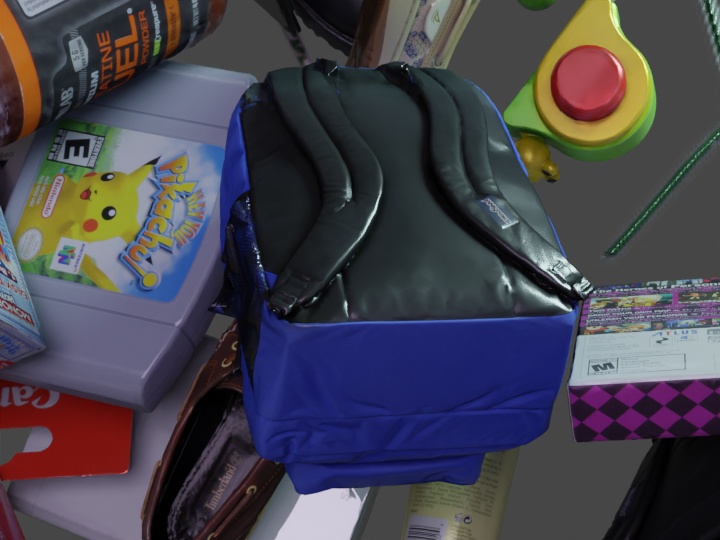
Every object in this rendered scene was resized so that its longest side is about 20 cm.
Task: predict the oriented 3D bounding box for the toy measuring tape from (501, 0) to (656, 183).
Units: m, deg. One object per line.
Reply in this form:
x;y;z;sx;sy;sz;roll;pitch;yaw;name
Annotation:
0.153;-0.126;1.078;0.073;0.074;0.201;36;87;16;toy measuring tape

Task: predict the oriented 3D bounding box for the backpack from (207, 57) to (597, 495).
0.000;0.000;0.964;0.161;0.169;0.201;2;45;-17;backpack

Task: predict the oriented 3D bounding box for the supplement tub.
-0.174;-0.133;1.029;0.199;0.107;0.107;-33;72;-29;supplement tub

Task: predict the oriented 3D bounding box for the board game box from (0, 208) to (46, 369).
-0.259;0.013;1.039;0.200;0.062;0.200;-50;47;5;board game box

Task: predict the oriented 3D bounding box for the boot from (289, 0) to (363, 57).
-0.021;-0.221;1.075;0.076;0.169;0.200;-38;72;-19;boot

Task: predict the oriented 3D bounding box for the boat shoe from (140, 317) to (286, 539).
-0.057;0.073;1.048;0.070;0.070;0.202;22;81;16;boat shoe

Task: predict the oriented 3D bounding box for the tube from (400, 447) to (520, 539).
0.061;0.092;1.062;0.058;0.052;0.202;18;75;-28;tube

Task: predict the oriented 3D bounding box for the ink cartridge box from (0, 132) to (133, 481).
-0.204;0.016;1.102;0.161;0.057;0.202;-4;59;11;ink cartridge box

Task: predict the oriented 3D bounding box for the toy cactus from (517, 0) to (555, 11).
0.105;-0.255;1.110;0.163;0.102;0.202;-15;67;-3;toy cactus

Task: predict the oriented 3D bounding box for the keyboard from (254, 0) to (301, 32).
-0.075;-0.212;1.052;0.040;0.200;0.104;-43;68;-8;keyboard

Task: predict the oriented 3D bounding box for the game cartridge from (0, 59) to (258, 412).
-0.129;-0.027;1.064;0.132;0.041;0.202;12;69;13;game cartridge

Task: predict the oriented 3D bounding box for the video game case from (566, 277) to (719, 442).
0.207;0.039;0.976;0.198;0.181;0.036;-4;104;10;video game case

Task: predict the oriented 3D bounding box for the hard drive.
-0.089;0.107;1.096;0.198;0.026;0.133;19;82;15;hard drive

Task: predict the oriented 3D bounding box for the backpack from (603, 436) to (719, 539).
0.185;0.200;0.943;0.167;0.162;0.201;35;84;-7;backpack

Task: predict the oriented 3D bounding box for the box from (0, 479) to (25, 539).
-0.212;0.219;1.030;0.094;0.103;0.202;-22;90;8;box

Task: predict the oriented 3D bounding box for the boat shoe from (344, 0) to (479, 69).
0.023;-0.098;1.066;0.062;0.074;0.201;11;120;-13;boat shoe
